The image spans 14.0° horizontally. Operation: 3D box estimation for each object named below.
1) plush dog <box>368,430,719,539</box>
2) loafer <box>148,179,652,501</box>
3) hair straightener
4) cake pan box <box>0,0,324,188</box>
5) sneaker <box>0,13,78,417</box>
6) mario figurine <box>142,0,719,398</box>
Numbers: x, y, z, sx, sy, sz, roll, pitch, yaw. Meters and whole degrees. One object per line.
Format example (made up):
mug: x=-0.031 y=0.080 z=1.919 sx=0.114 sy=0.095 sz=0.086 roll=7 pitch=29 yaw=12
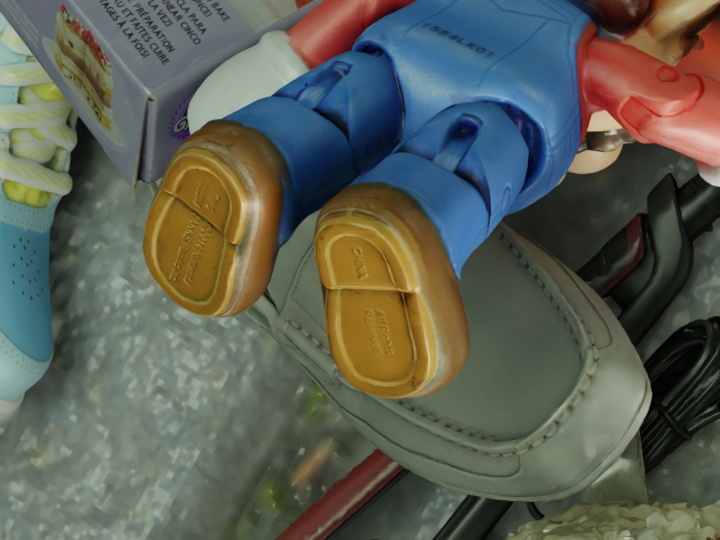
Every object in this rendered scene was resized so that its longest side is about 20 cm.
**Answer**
plush dog: x=0.060 y=0.117 z=0.709 sx=0.160 sy=0.172 sz=0.201 roll=32 pitch=94 yaw=4
loafer: x=0.000 y=0.000 z=0.780 sx=0.070 sy=0.070 sz=0.200 roll=-52 pitch=40 yaw=-6
hair straightener: x=0.063 y=0.046 z=0.815 sx=0.200 sy=0.041 sz=0.077 roll=-44 pitch=88 yaw=5
cake pan box: x=-0.041 y=-0.146 z=0.819 sx=0.184 sy=0.052 sz=0.200 roll=-29 pitch=67 yaw=-22
sneaker: x=-0.094 y=-0.065 z=0.863 sx=0.130 sy=0.079 sz=0.201 roll=-18 pitch=77 yaw=20
mario figurine: x=0.037 y=-0.032 z=0.728 sx=0.124 sy=0.200 sz=0.106 roll=50 pitch=138 yaw=0
